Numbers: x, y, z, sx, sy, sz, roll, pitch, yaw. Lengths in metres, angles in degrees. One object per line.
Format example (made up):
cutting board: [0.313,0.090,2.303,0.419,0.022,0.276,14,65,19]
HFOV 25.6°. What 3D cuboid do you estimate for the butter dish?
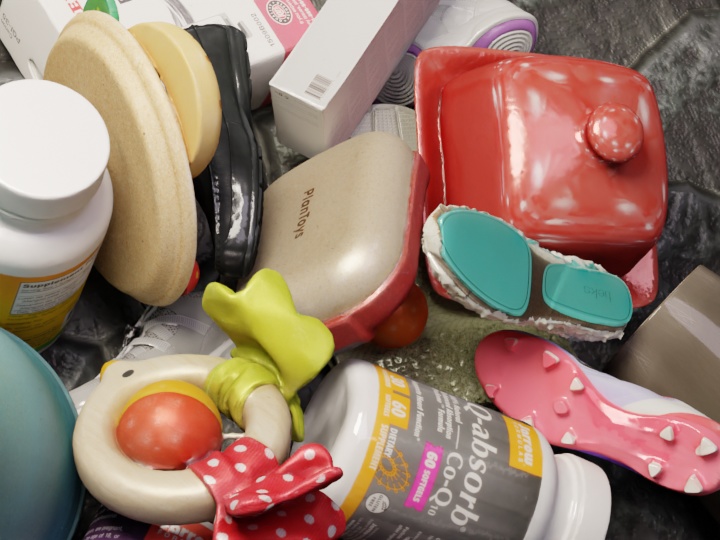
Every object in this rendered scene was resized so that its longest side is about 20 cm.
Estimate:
butter dish: [0.153,-0.081,1.150,0.198,0.148,0.201,3,76,-21]

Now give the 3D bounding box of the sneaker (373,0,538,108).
sneaker: [0.041,-0.185,1.284,0.199,0.075,0.100,-14,44,-25]

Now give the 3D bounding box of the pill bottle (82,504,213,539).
pill bottle: [-0.129,0.208,0.952,0.112,0.113,0.201,29,56,-5]

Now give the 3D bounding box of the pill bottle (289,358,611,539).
pill bottle: [0.060,0.143,1.061,0.199,0.116,0.117,21,56,-17]

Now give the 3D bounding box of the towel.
towel: [0.059,0.041,1.171,0.199,0.037,0.149,-12,69,-28]

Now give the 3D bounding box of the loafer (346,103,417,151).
loafer: [0.053,-0.086,1.233,0.199,0.063,0.072,1,81,-18]

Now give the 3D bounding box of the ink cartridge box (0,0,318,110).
ink cartridge box: [-0.146,-0.179,1.181,0.199,0.083,0.147,-26,76,-32]

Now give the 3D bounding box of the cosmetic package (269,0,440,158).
cosmetic package: [0.005,-0.181,1.170,0.050,0.083,0.200,26,67,16]

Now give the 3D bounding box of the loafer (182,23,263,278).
loafer: [-0.104,-0.081,1.061,0.070,0.068,0.201,-2,57,-12]

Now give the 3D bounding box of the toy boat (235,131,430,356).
toy boat: [0.000,0.000,1.088,0.131,0.130,0.200,52,28,-29]

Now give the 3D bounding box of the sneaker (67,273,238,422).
sneaker: [-0.136,0.060,1.066,0.082,0.075,0.200,48,44,15]

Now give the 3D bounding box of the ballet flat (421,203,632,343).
ballet flat: [0.104,0.012,1.089,0.199,0.072,0.072,22,53,-36]

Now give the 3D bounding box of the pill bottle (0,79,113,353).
pill bottle: [-0.218,-0.030,0.996,0.111,0.200,0.112,10,58,-17]

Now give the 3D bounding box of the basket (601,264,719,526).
basket: [0.290,0.103,1.175,0.180,0.136,0.200,-44,79,-12]

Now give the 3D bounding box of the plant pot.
plant pot: [-0.258,0.101,0.876,0.199,0.188,0.201,1,76,-5]

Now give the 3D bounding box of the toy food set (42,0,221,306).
toy food set: [-0.149,-0.076,1.017,0.048,0.201,0.198,-19,32,-30]

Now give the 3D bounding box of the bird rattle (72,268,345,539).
bird rattle: [-0.087,0.106,0.935,0.162,0.113,0.201,-2,46,3]

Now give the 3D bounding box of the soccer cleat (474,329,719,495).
soccer cleat: [0.173,0.099,1.117,0.199,0.067,0.076,24,11,23]
